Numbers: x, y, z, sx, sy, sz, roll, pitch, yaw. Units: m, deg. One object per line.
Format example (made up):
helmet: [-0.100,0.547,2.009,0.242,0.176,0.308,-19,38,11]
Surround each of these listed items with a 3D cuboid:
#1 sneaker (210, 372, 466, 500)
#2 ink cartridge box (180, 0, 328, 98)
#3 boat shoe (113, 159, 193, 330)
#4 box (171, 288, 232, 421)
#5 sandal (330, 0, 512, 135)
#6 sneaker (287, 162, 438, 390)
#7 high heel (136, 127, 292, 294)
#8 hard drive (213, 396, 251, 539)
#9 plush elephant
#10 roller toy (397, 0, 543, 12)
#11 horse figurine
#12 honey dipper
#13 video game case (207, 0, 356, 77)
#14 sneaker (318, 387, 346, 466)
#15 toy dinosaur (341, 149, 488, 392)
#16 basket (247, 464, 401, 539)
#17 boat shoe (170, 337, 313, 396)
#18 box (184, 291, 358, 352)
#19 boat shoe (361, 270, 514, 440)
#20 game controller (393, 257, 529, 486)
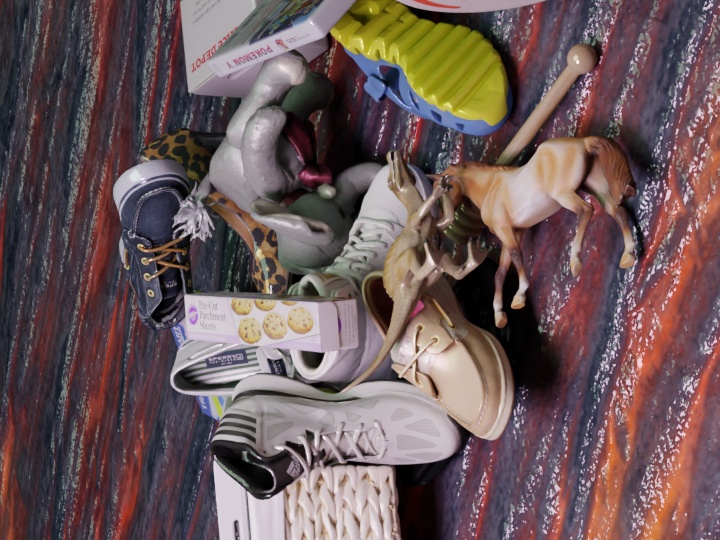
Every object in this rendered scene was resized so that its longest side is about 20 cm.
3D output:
sneaker: [-0.023,0.143,1.391,0.198,0.116,0.076,3,123,18]
ink cartridge box: [-0.109,-0.282,1.719,0.146,0.084,0.202,-26,66,54]
boat shoe: [-0.181,-0.021,1.637,0.201,0.070,0.092,104,148,-64]
box: [-0.118,0.091,1.704,0.199,0.047,0.123,16,128,57]
sandal: [0.056,-0.159,1.470,0.200,0.079,0.088,40,159,44]
sneaker: [0.000,0.000,1.469,0.073,0.115,0.202,6,83,34]
high heel: [-0.136,-0.039,1.685,0.071,0.141,0.202,115,151,-67]
hard drive: [-0.105,0.196,1.538,0.200,0.026,0.133,-104,9,-81]
plush elephant: [-0.051,-0.073,1.567,0.201,0.154,0.165,-53,-10,-4]
roller toy: [0.093,-0.280,1.305,0.181,0.200,0.141,-9,78,22]
horse figurine: [0.136,-0.046,1.323,0.199,0.050,0.134,-30,59,44]
honey dipper: [0.123,-0.100,1.381,0.201,0.038,0.038,-56,44,36]
video game case: [-0.025,-0.251,1.522,0.200,0.023,0.182,-51,20,-25]
sneaker: [-0.059,0.205,1.605,0.074,0.083,0.202,10,97,57]
toy dinosaur: [0.043,-0.002,1.351,0.101,0.058,0.202,-26,48,51]
basket: [-0.025,0.256,1.472,0.136,0.122,0.202,92,174,-80]
boat shoe: [-0.071,0.078,1.556,0.198,0.067,0.074,-15,110,18]
box: [-0.074,0.040,1.433,0.199,0.038,0.042,3,96,54]
boat shoe: [0.053,0.061,1.369,0.200,0.069,0.074,53,129,55]
game controller: [0.072,0.083,1.442,0.201,0.042,0.105,-57,43,38]
